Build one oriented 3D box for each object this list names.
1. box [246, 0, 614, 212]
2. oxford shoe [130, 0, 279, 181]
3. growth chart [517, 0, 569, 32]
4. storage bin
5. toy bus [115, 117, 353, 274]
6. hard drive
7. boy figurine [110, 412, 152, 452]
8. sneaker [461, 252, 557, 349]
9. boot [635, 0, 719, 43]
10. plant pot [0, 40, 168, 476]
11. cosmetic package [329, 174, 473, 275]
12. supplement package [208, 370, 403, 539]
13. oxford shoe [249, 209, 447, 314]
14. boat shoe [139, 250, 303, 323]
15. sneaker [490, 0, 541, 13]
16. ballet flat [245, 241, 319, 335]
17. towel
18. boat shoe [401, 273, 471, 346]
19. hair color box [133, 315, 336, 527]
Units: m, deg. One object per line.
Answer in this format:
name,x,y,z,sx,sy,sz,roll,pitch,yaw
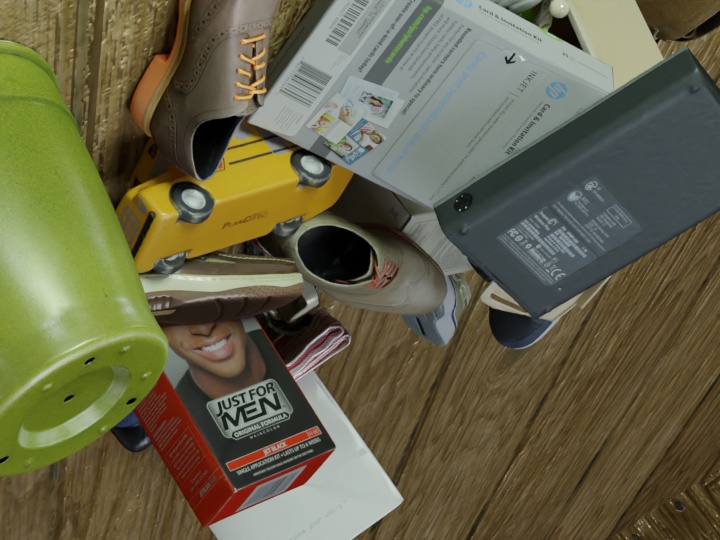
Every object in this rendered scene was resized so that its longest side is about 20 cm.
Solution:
box,0.047,-0.119,1.267,0.200,0.041,0.156,26,130,-17
oxford shoe,-0.075,-0.139,1.159,0.071,0.073,0.200,-19,152,-39
growth chart,0.102,-0.170,1.339,0.018,0.145,0.200,22,132,-17
storage bin,0.141,-0.099,1.390,0.094,0.200,0.199,13,132,-32
toy bus,-0.087,-0.063,1.295,0.200,0.078,0.065,-19,153,-40
hard drive,0.168,-0.054,1.267,0.200,0.033,0.140,-32,139,17
boy figurine,-0.184,0.080,1.469,0.124,0.064,0.200,-32,162,-7
sneaker,0.128,0.003,1.564,0.146,0.077,0.203,-32,151,-48
boot,0.221,-0.202,1.463,0.074,0.076,0.200,-17,171,-42
plant pot,-0.213,0.006,1.074,0.200,0.193,0.200,-32,158,-14
cosmetic package,0.058,-0.047,1.573,0.200,0.073,0.104,-10,145,-51
supplement package,-0.072,0.188,1.680,0.152,0.151,0.200,-35,178,-7
oxford shoe,0.000,0.000,1.421,0.200,0.075,0.071,21,101,-39
boat shoe,-0.133,-0.005,1.313,0.202,0.075,0.075,-3,165,-35
sneaker,0.050,-0.185,1.294,0.099,0.078,0.200,4,143,-30
ballet flat,-0.053,-0.009,1.483,0.074,0.074,0.200,-31,158,-17
towel,-0.080,0.081,1.595,0.146,0.030,0.200,-34,-174,-3
boat shoe,0.065,0.011,1.744,0.062,0.072,0.200,-59,167,-13
hair color box,-0.116,0.076,1.366,0.101,0.200,0.061,-19,158,-41
